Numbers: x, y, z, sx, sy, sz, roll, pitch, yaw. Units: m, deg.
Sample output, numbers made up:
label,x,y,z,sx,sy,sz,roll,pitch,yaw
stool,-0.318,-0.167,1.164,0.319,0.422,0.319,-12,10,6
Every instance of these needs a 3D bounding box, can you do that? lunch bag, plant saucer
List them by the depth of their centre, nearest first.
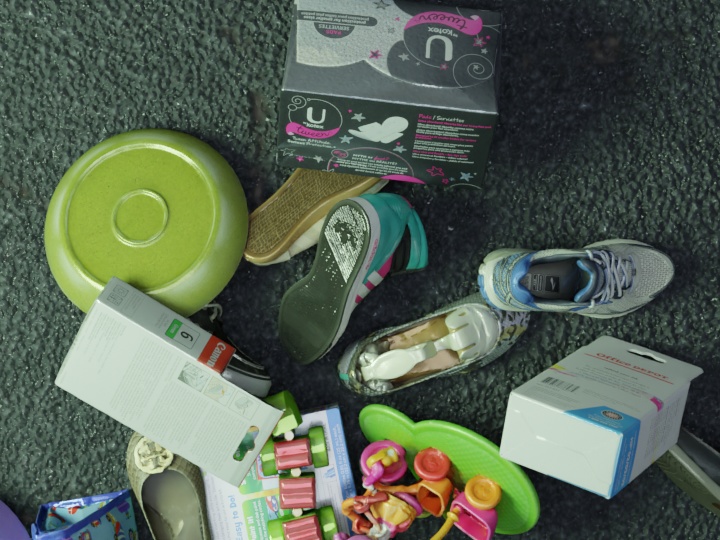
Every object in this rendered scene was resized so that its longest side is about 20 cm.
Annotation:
label,x,y,z,sx,sy,sz,roll,pitch,yaw
lunch bag,-0.254,0.298,1.455,0.093,0.200,0.153,-9,92,-2
plant saucer,-0.206,-0.046,1.498,0.197,0.031,0.203,-2,72,5

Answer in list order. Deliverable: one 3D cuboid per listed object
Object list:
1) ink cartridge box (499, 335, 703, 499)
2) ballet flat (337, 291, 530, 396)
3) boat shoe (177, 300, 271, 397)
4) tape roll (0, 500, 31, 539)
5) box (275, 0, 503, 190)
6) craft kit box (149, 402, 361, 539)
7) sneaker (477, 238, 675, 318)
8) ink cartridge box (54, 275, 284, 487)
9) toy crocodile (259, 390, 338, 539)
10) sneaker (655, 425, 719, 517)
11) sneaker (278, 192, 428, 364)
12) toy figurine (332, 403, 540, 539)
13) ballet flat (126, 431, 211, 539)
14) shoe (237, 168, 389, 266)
label,x,y,z,sx,sy,sz,roll,pitch,yaw
ink cartridge box,0.228,0.131,1.469,0.114,0.199,0.069,19,114,29
ballet flat,0.074,0.074,1.524,0.198,0.072,0.073,-20,92,-1
boat shoe,-0.165,0.052,1.515,0.199,0.071,0.064,31,91,0
tape roll,-0.404,0.302,1.495,0.197,0.066,0.203,1,95,13
box,0.027,-0.171,1.469,0.197,0.115,0.133,7,56,-2
craft kit box,-0.096,0.247,1.538,0.195,0.049,0.203,-11,92,-4
sneaker,0.217,0.011,1.507,0.197,0.085,0.078,-6,92,-17
ink cartridge box,-0.171,0.104,1.462,0.199,0.050,0.109,30,121,-4
toy crocodile,-0.058,0.212,1.486,0.067,0.062,0.203,-8,92,-1
sneaker,0.374,0.186,1.543,0.199,0.075,0.107,39,78,-2
sneaker,0.000,0.000,1.515,0.084,0.120,0.201,48,131,23
toy figurine,0.037,0.243,1.459,0.199,0.151,0.184,28,57,17
ballet flat,-0.173,0.243,1.492,0.067,0.046,0.202,-14,92,-2
shoe,-0.035,-0.073,1.530,0.199,0.053,0.070,-38,64,-4
